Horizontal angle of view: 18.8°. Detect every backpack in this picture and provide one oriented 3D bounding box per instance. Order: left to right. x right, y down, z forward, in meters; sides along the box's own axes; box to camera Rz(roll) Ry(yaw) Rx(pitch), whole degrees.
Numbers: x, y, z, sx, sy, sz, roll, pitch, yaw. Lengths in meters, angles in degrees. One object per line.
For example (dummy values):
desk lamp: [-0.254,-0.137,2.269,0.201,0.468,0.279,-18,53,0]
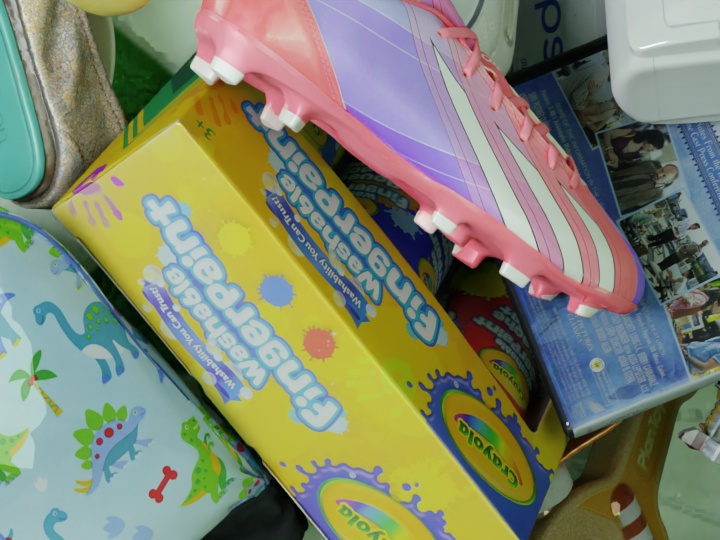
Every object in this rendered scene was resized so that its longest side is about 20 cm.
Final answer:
backpack: [-0.133,0.063,0.786,0.163,0.154,0.200,-37,88,-15]

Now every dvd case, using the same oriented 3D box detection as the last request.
dvd case: [0.145,-0.037,0.830,0.199,0.018,0.143,-22,70,2]

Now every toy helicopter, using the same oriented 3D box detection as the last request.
toy helicopter: [0.100,0.094,0.919,0.132,0.079,0.201,40,55,-28]

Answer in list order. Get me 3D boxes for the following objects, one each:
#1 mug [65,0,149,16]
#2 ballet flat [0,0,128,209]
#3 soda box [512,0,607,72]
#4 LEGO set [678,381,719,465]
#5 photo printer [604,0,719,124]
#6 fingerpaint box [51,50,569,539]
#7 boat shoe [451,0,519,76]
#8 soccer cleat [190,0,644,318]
mug: [-0.068,-0.195,0.753,0.186,0.150,0.153,-42,135,5]
ballet flat: [-0.134,-0.124,0.843,0.067,0.068,0.202,-17,97,-45]
soda box: [0.107,-0.133,0.946,0.063,0.068,0.202,0,84,-29]
LEGO set: [0.205,0.028,0.917,0.115,0.154,0.201,30,101,-5]
photo printer: [0.170,-0.160,0.821,0.165,0.070,0.201,-6,65,9]
fingerpaint box: [0.000,0.000,0.837,0.200,0.073,0.167,51,32,-12]
boat shoe: [0.039,-0.157,0.903,0.070,0.071,0.201,44,36,-44]
soccer cleat: [0.032,-0.054,0.765,0.199,0.067,0.077,33,87,-19]
